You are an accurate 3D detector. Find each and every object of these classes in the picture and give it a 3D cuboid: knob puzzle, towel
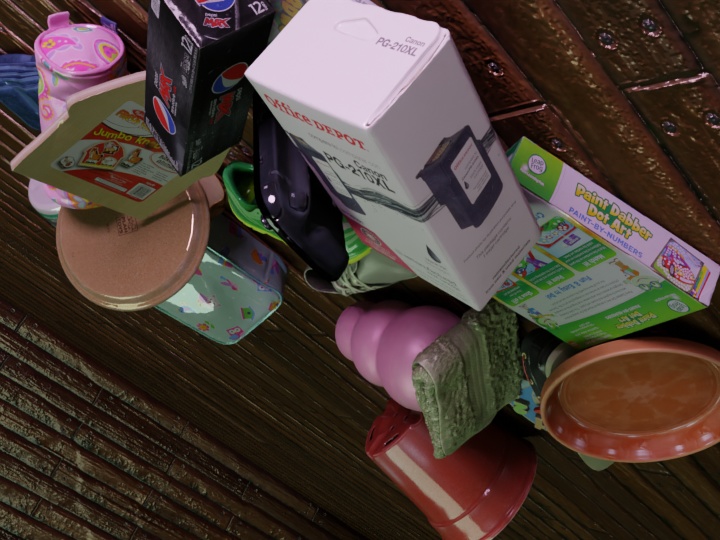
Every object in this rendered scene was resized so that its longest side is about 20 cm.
[{"bbox_3d":[-0.205,-0.135,0.811,0.220,0.217,0.031,85,164,-65],"label":"knob puzzle"},{"bbox_3d":[-0.346,-0.195,0.958,0.198,0.049,0.112,10,153,39],"label":"towel"},{"bbox_3d":[0.125,0.119,0.929,0.036,0.148,0.201,36,156,36],"label":"towel"}]

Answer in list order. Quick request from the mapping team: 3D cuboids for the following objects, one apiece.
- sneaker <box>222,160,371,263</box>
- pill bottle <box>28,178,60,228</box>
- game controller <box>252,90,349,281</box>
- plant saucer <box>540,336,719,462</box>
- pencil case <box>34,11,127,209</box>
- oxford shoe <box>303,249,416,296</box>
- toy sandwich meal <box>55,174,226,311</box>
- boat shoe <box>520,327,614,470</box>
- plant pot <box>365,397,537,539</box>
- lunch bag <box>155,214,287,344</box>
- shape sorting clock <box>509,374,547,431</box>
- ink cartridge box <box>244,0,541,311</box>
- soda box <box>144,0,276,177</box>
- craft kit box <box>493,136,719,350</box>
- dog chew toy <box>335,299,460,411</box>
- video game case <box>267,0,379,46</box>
[{"bbox_3d":[-0.067,-0.063,0.872,0.198,0.075,0.084,18,161,26],"label":"sneaker"},{"bbox_3d":[-0.346,-0.071,1.144,0.112,0.114,0.201,14,155,31],"label":"pill bottle"},{"bbox_3d":[-0.050,-0.080,0.690,0.042,0.202,0.105,-23,130,13],"label":"game controller"},{"bbox_3d":[0.279,0.128,0.837,0.197,0.033,0.202,4,138,3],"label":"plant saucer"},{"bbox_3d":[-0.281,-0.153,0.844,0.086,0.088,0.201,26,139,5],"label":"pencil case"},{"bbox_3d":[0.000,0.000,0.944,0.075,0.058,0.199,43,156,-26],"label":"oxford shoe"},{"bbox_3d":[-0.251,-0.051,0.965,0.203,0.208,0.070,24,175,11],"label":"toy sandwich meal"},{"bbox_3d":[0.239,0.142,0.932,0.202,0.073,0.063,57,168,-31],"label":"boat shoe"},{"bbox_3d":[0.124,0.272,1.247,0.195,0.202,0.200,42,156,-11],"label":"plant pot"},{"bbox_3d":[-0.209,0.004,1.111,0.199,0.078,0.160,35,128,-22],"label":"lunch bag"},{"bbox_3d":[0.261,0.173,1.038,0.198,0.040,0.201,24,158,10],"label":"shape sorting clock"},{"bbox_3d":[0.027,-0.082,0.600,0.144,0.085,0.201,32,165,44],"label":"ink cartridge box"},{"bbox_3d":[-0.125,-0.156,0.662,0.064,0.070,0.200,53,156,6],"label":"soda box"},{"bbox_3d":[0.170,-0.012,0.739,0.196,0.049,0.200,34,158,-6],"label":"craft kit box"},{"bbox_3d":[0.046,0.093,1.029,0.199,0.125,0.125,19,158,45],"label":"dog chew toy"},{"bbox_3d":[-0.034,-0.178,0.653,0.198,0.018,0.143,32,158,-9],"label":"video game case"}]
